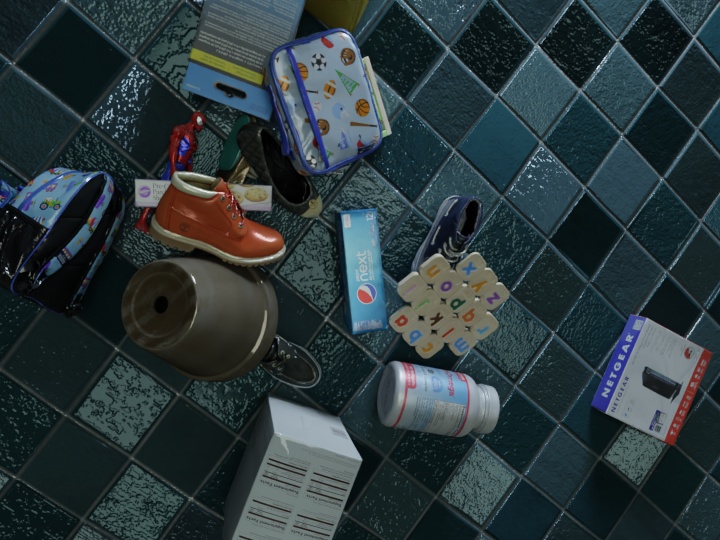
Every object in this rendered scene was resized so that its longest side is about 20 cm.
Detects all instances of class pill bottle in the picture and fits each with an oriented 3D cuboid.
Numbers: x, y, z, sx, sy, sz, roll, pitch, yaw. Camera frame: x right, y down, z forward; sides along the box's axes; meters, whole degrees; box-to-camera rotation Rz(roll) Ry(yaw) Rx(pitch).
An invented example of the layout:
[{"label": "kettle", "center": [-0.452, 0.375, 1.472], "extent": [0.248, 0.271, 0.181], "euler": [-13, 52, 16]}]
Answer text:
[{"label": "pill bottle", "center": [0.136, 0.228, 0.983], "extent": [0.196, 0.109, 0.111], "euler": [12, 92, -14]}]

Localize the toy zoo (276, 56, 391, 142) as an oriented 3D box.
[{"label": "toy zoo", "center": [-0.049, -0.249, 0.910], "extent": [0.198, 0.020, 0.133], "euler": [-28, 110, -25]}]

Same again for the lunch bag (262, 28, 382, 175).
[{"label": "lunch bag", "center": [-0.058, -0.245, 0.852], "extent": [0.158, 0.075, 0.203], "euler": [-26, 108, -22]}]

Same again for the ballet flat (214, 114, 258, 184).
[{"label": "ballet flat", "center": [-0.201, -0.147, 0.904], "extent": [0.065, 0.070, 0.203], "euler": [25, 91, -41]}]

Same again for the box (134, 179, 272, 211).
[{"label": "box", "center": [-0.230, -0.111, 0.840], "extent": [0.196, 0.039, 0.042], "euler": [1, 97, -16]}]

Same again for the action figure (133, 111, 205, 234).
[{"label": "action figure", "center": [-0.287, -0.151, 0.876], "extent": [0.051, 0.065, 0.203], "euler": [21, 91, 11]}]

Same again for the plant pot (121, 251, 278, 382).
[{"label": "plant pot", "center": [-0.239, 0.059, 0.808], "extent": [0.196, 0.173, 0.204], "euler": [-2, 80, 13]}]

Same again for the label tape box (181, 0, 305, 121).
[{"label": "label tape box", "center": [-0.182, -0.351, 0.882], "extent": [0.142, 0.063, 0.203], "euler": [17, 92, -15]}]

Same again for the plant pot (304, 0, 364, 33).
[{"label": "plant pot", "center": [-0.034, -0.515, 0.834], "extent": [0.192, 0.200, 0.198], "euler": [28, 87, -14]}]

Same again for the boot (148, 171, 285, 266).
[{"label": "boot", "center": [-0.187, -0.073, 0.804], "extent": [0.197, 0.075, 0.108], "euler": [14, 118, -29]}]

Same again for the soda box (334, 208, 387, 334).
[{"label": "soda box", "center": [0.000, 0.000, 0.952], "extent": [0.063, 0.068, 0.204], "euler": [-6, 96, -12]}]

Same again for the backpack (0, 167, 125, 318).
[{"label": "backpack", "center": [-0.432, -0.059, 0.794], "extent": [0.133, 0.183, 0.202], "euler": [26, 74, 3]}]

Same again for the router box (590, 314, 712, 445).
[{"label": "router box", "center": [0.576, 0.217, 1.115], "extent": [0.177, 0.049, 0.203], "euler": [24, 89, -14]}]

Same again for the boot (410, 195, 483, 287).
[{"label": "boot", "center": [0.146, -0.035, 0.972], "extent": [0.072, 0.090, 0.203], "euler": [18, 90, -14]}]

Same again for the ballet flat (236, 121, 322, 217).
[{"label": "ballet flat", "center": [-0.121, -0.149, 0.888], "extent": [0.067, 0.056, 0.200], "euler": [-56, 132, -15]}]

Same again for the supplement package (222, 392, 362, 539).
[{"label": "supplement package", "center": [-0.113, 0.335, 0.890], "extent": [0.145, 0.191, 0.203], "euler": [22, 90, -13]}]

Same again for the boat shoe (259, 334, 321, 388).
[{"label": "boat shoe", "center": [-0.148, 0.137, 0.934], "extent": [0.199, 0.057, 0.069], "euler": [35, 86, -13]}]

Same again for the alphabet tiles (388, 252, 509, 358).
[{"label": "alphabet tiles", "center": [0.154, 0.063, 0.984], "extent": [0.195, 0.015, 0.200], "euler": [-39, 118, 11]}]
